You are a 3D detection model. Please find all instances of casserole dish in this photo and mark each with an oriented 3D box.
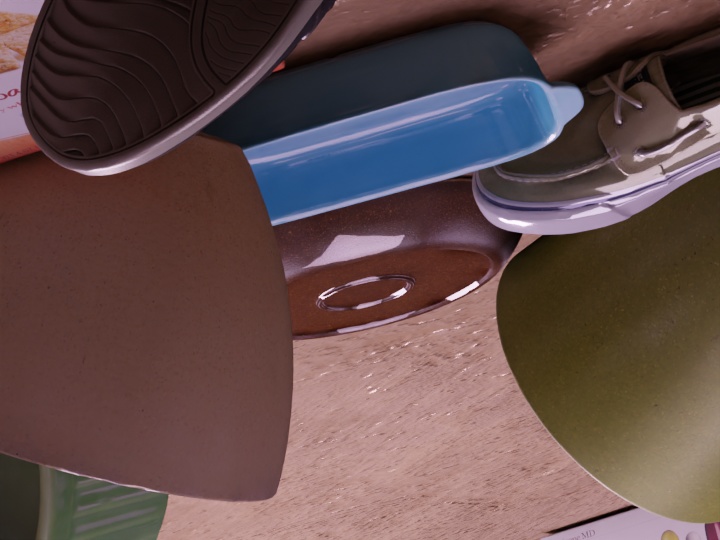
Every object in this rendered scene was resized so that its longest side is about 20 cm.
[{"bbox_3d":[0.000,-0.066,1.139,0.199,0.039,0.121,-15,165,7],"label":"casserole dish"}]

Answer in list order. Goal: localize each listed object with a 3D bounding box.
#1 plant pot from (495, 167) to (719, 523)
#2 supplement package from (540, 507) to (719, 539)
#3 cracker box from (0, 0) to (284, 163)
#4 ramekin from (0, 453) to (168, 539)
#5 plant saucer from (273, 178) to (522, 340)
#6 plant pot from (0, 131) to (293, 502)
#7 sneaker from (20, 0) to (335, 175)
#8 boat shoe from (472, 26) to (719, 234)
[{"bbox_3d":[0.204,0.002,1.330,0.187,0.188,0.200,1,144,-42],"label":"plant pot"},{"bbox_3d":[0.310,0.295,2.532,0.199,0.111,0.156,-21,163,24],"label":"supplement package"},{"bbox_3d":[-0.123,-0.100,0.878,0.133,0.058,0.200,-17,163,14],"label":"cracker box"},{"bbox_3d":[-0.185,0.087,1.238,0.200,0.201,0.097,-27,168,39],"label":"ramekin"},{"bbox_3d":[0.000,0.000,1.386,0.199,0.032,0.200,-12,165,-3],"label":"plant saucer"},{"bbox_3d":[-0.110,0.000,1.038,0.199,0.135,0.200,17,-176,-1],"label":"plant pot"},{"bbox_3d":[-0.018,-0.102,0.813,0.200,0.075,0.106,-46,162,6],"label":"sneaker"},{"bbox_3d":[0.143,-0.078,1.195,0.199,0.072,0.062,-20,139,10],"label":"boat shoe"}]
